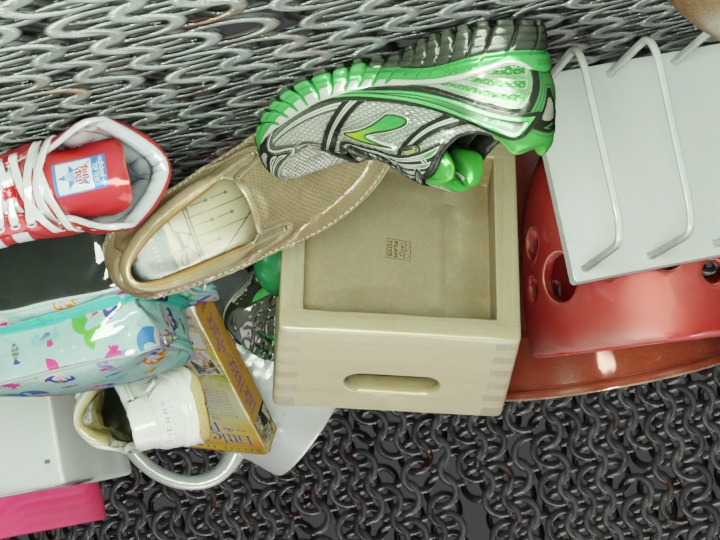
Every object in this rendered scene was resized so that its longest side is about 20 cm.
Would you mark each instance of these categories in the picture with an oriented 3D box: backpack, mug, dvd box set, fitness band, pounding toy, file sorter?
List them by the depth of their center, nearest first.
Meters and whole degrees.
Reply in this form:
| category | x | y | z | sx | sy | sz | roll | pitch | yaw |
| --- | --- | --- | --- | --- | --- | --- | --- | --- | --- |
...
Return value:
| category | x | y | z | sx | sy | sz | roll | pitch | yaw |
| --- | --- | --- | --- | --- | --- | --- | --- | --- | --- |
| file sorter | 0.228 | -0.085 | 1.428 | 0.198 | 0.140 | 0.125 | -11 | 172 | -10 |
| backpack | -0.187 | 0.005 | 1.495 | 0.176 | 0.152 | 0.200 | -12 | -179 | 15 |
| pounding toy | 0.000 | 0.000 | 1.516 | 0.198 | 0.185 | 0.143 | 3 | 147 | -3 |
| fitness band | -0.281 | 0.190 | 1.681 | 0.143 | 0.038 | 0.199 | -18 | 173 | 31 |
| dvd box set | -0.157 | 0.068 | 1.683 | 0.145 | 0.030 | 0.201 | 4 | 145 | 22 |
| mug | -0.118 | 0.083 | 1.823 | 0.175 | 0.201 | 0.148 | 31 | 178 | -10 |

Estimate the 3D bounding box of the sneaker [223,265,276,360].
| category | x | y | z | sx | sy | sz | roll | pitch | yaw |
| --- | --- | --- | --- | --- | --- | --- | --- | --- | --- |
| sneaker | -0.062 | 0.000 | 1.670 | 0.085 | 0.078 | 0.200 | 25 | -153 | 7 |

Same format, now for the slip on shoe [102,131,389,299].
| category | x | y | z | sx | sy | sz | roll | pitch | yaw |
| --- | --- | --- | --- | --- | --- | --- | --- | --- | --- |
| slip on shoe | -0.065 | -0.044 | 1.361 | 0.199 | 0.077 | 0.061 | -25 | -170 | -6 |

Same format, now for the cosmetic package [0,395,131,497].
| category | x | y | z | sx | sy | sz | roll | pitch | yaw |
| --- | --- | --- | --- | --- | --- | --- | --- | --- | --- |
| cosmetic package | -0.278 | 0.078 | 1.766 | 0.122 | 0.201 | 0.200 | -12 | 175 | 10 |

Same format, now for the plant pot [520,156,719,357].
| category | x | y | z | sx | sy | sz | roll | pitch | yaw |
| --- | --- | --- | --- | --- | --- | --- | --- | --- | --- |
| plant pot | 0.209 | -0.038 | 1.575 | 0.199 | 0.184 | 0.200 | -6 | 179 | 0 |

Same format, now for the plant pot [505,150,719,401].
| category | x | y | z | sx | sy | sz | roll | pitch | yaw |
| --- | --- | --- | --- | --- | --- | --- | --- | --- | --- |
| plant pot | 0.182 | -0.012 | 1.764 | 0.199 | 0.197 | 0.201 | -11 | -178 | 0 |

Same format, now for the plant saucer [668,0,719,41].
| category | x | y | z | sx | sy | sz | roll | pitch | yaw |
| --- | --- | --- | --- | --- | --- | --- | --- | --- | --- |
| plant saucer | 0.273 | -0.160 | 1.250 | 0.199 | 0.037 | 0.200 | -11 | 175 | -1 |

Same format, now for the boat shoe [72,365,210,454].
| category | x | y | z | sx | sy | sz | roll | pitch | yaw |
| --- | --- | --- | --- | --- | --- | --- | --- | --- | --- |
| boat shoe | -0.173 | 0.094 | 1.582 | 0.069 | 0.071 | 0.200 | -15 | -174 | -24 |

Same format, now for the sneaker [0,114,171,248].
| category | x | y | z | sx | sy | sz | roll | pitch | yaw |
| --- | --- | --- | --- | --- | --- | --- | --- | --- | --- |
| sneaker | -0.204 | -0.041 | 1.290 | 0.199 | 0.072 | 0.112 | -18 | -176 | -34 |

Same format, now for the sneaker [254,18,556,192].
| category | x | y | z | sx | sy | sz | roll | pitch | yaw |
| --- | --- | --- | --- | --- | --- | --- | --- | --- | --- |
| sneaker | 0.022 | -0.081 | 1.273 | 0.199 | 0.086 | 0.078 | -14 | 175 | 36 |
